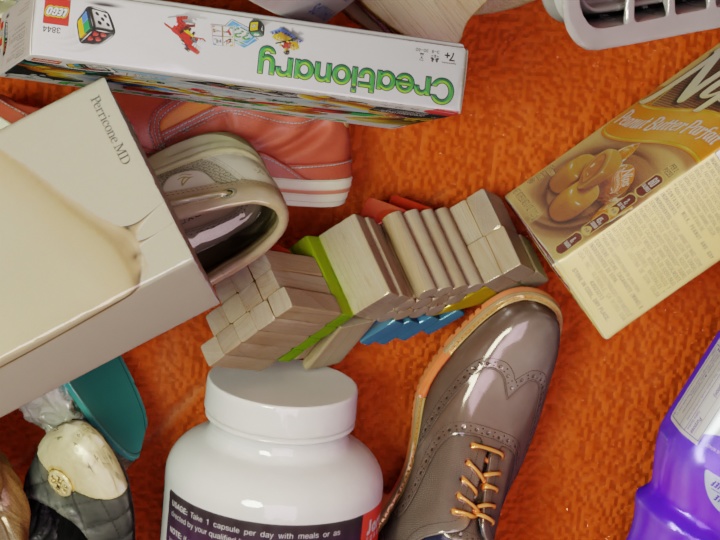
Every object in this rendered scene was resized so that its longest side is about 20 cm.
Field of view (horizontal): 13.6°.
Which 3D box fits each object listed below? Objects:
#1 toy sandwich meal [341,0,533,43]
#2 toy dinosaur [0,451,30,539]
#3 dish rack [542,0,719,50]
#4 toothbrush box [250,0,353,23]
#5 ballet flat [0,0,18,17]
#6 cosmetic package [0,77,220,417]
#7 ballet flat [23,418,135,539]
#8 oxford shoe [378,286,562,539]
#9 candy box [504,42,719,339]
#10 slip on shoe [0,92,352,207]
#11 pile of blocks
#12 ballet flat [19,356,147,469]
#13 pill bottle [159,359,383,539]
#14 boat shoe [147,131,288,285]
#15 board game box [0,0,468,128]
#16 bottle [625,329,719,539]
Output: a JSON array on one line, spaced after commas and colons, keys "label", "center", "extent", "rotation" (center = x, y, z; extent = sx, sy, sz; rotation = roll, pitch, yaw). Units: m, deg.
[{"label": "toy sandwich meal", "center": [0.052, -0.206, 1.466], "extent": [0.204, 0.070, 0.207], "rotation": [-3, 108, -9]}, {"label": "toy dinosaur", "center": [-0.177, 0.117, 1.459], "extent": [0.060, 0.201, 0.106], "rotation": [-33, 146, 13]}, {"label": "dish rack", "center": [0.143, -0.215, 1.463], "extent": [0.171, 0.043, 0.201], "rotation": [-14, 114, -45]}, {"label": "toothbrush box", "center": [-0.065, -0.215, 1.362], "extent": [0.086, 0.146, 0.200], "rotation": [-37, 82, 7]}, {"label": "ballet flat", "center": [-0.217, -0.158, 1.436], "extent": [0.199, 0.074, 0.075], "rotation": [15, 104, -13]}, {"label": "cosmetic package", "center": [-0.177, 0.009, 1.367], "extent": [0.199, 0.073, 0.104], "rotation": [-29, 71, -1]}, {"label": "ballet flat", "center": [-0.156, 0.156, 1.514], "extent": [0.057, 0.066, 0.201], "rotation": [-29, 146, -43]}, {"label": "oxford shoe", "center": [0.059, 0.105, 1.558], "extent": [0.071, 0.073, 0.201], "rotation": [15, 109, -25]}, {"label": "candy box", "center": [0.177, -0.059, 1.512], "extent": [0.200, 0.115, 0.055], "rotation": [-36, 111, 2]}, {"label": "slip on shoe", "center": [-0.097, -0.072, 1.483], "extent": [0.199, 0.074, 0.062], "rotation": [5, 101, -18]}, {"label": "pile of blocks", "center": [0.000, 0.000, 1.522], "extent": [0.199, 0.062, 0.082], "rotation": [-10, 156, -35]}, {"label": "ballet flat", "center": [-0.177, 0.016, 1.507], "extent": [0.071, 0.072, 0.201], "rotation": [-29, 109, 0]}, {"label": "pill bottle", "center": [-0.048, 0.151, 1.539], "extent": [0.112, 0.113, 0.201], "rotation": [3, 107, -11]}, {"label": "boat shoe", "center": [-0.128, 0.004, 1.429], "extent": [0.199, 0.065, 0.072], "rotation": [-27, 124, -5]}, {"label": "board game box", "center": [-0.062, -0.097, 1.397], "extent": [0.199, 0.126, 0.035], "rotation": [7, 88, -13]}, {"label": "bottle", "center": [0.199, 0.093, 1.591], "extent": [0.083, 0.065, 0.201], "rotation": [29, 100, -19]}]
